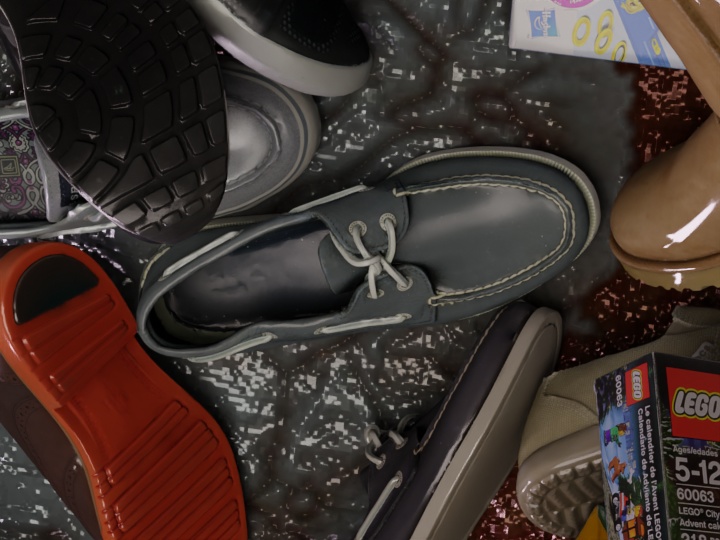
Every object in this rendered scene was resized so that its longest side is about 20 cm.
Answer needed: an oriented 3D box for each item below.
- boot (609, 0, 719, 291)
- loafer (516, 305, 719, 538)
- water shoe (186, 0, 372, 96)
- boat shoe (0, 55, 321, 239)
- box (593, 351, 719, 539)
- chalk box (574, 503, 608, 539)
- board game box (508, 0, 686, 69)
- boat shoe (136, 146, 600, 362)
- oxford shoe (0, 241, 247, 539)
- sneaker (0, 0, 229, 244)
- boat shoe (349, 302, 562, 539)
[{"bbox_3d":[0.114,-0.092,0.879,0.175,0.066,0.200,-12,124,45],"label":"boot"},{"bbox_3d":[0.154,0.044,0.995,0.200,0.068,0.076,-16,141,4],"label":"loafer"},{"bbox_3d":[-0.055,-0.156,0.972,0.079,0.072,0.200,-40,96,25],"label":"water shoe"},{"bbox_3d":[-0.117,-0.041,1.029,0.201,0.072,0.070,-6,108,15],"label":"boat shoe"},{"bbox_3d":[0.181,0.111,0.915,0.200,0.137,0.038,9,157,-30],"label":"box"},{"bbox_3d":[0.167,0.196,1.000,0.200,0.124,0.125,17,117,-25],"label":"chalk box"},{"bbox_3d":[0.163,-0.171,0.923,0.196,0.056,0.200,8,111,11],"label":"board game box"},{"bbox_3d":[0.000,0.000,1.021,0.200,0.062,0.073,-11,106,17],"label":"boat shoe"},{"bbox_3d":[-0.113,0.071,1.085,0.073,0.071,0.200,4,126,51],"label":"oxford shoe"},{"bbox_3d":[-0.106,-0.092,0.980,0.076,0.088,0.200,-30,73,-4],"label":"sneaker"},{"bbox_3d":[0.017,0.092,1.046,0.063,0.073,0.200,33,106,19],"label":"boat shoe"}]
